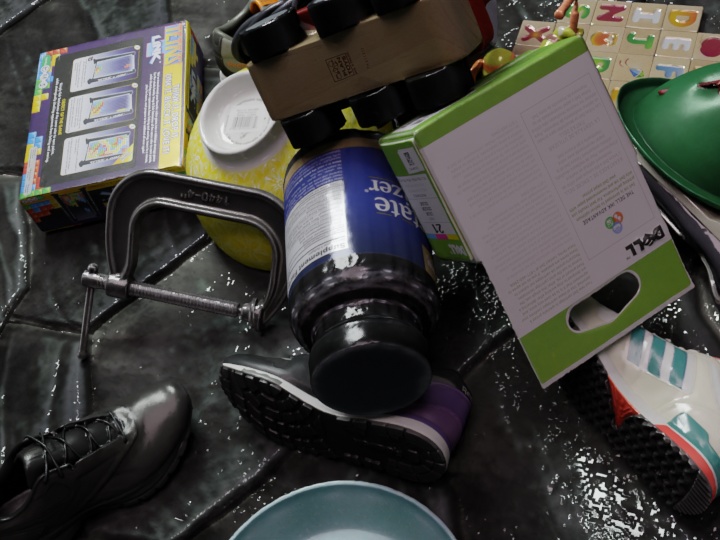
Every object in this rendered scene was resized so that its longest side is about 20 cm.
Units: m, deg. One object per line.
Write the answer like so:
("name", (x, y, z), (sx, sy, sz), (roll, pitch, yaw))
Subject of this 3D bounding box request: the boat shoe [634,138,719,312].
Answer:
("boat shoe", (0.248, -0.043, 0.837), (0.072, 0.063, 0.200), (-2, 44, -40))

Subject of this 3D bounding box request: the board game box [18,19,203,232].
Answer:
("board game box", (-0.241, -0.145, 1.056), (0.164, 0.057, 0.201), (-10, 54, 7))

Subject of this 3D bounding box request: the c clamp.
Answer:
("c clamp", (-0.146, 0.001, 0.905), (0.198, 0.172, 0.027), (6, 13, 12))

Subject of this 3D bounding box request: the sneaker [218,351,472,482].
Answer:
("sneaker", (-0.011, 0.095, 0.829), (0.199, 0.076, 0.088), (16, 47, 20))

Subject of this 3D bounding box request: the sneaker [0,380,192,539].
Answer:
("sneaker", (-0.218, 0.151, 0.826), (0.200, 0.091, 0.076), (-39, 53, -13))

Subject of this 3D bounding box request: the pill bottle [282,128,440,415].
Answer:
("pill bottle", (0.000, 0.000, 0.791), (0.111, 0.112, 0.201), (-13, 49, 7))

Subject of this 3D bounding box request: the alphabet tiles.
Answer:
("alphabet tiles", (0.233, -0.186, 0.977), (0.198, 0.006, 0.167), (10, 60, 22))

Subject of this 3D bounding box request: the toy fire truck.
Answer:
("toy fire truck", (0.022, -0.204, 0.810), (0.175, 0.129, 0.200), (-13, 22, 35))

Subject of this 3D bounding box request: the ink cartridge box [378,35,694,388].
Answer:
("ink cartridge box", (0.126, -0.041, 0.764), (0.147, 0.201, 0.076), (-31, 12, -15))

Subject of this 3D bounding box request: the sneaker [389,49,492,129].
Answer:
("sneaker", (0.055, -0.174, 0.977), (0.070, 0.076, 0.201), (19, 63, 26))

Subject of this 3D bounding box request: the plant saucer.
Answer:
("plant saucer", (-0.015, 0.245, 0.732), (0.198, 0.036, 0.201), (-6, 53, 8))

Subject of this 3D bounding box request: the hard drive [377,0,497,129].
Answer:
("hard drive", (0.052, -0.216, 0.923), (0.134, 0.042, 0.201), (-33, 30, 24))

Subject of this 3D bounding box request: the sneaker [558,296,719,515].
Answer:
("sneaker", (0.214, 0.079, 0.775), (0.093, 0.071, 0.200), (-20, 49, -20))

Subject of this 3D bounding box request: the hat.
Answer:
("hat", (0.308, -0.150, 0.789), (0.164, 0.177, 0.201), (-4, 47, -27))

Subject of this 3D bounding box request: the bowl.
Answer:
("bowl", (-0.080, -0.112, 0.927), (0.199, 0.108, 0.202), (-10, 64, 22))

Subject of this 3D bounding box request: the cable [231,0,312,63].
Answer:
("cable", (-0.026, -0.244, 0.966), (0.200, 0.163, 0.051), (-40, 94, -33))

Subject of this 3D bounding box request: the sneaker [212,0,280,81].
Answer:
("sneaker", (-0.063, -0.257, 1.067), (0.200, 0.080, 0.074), (-40, 53, -14))

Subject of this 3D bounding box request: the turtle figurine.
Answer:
("turtle figurine", (0.115, -0.123, 0.872), (0.064, 0.162, 0.200), (27, 68, 29))
